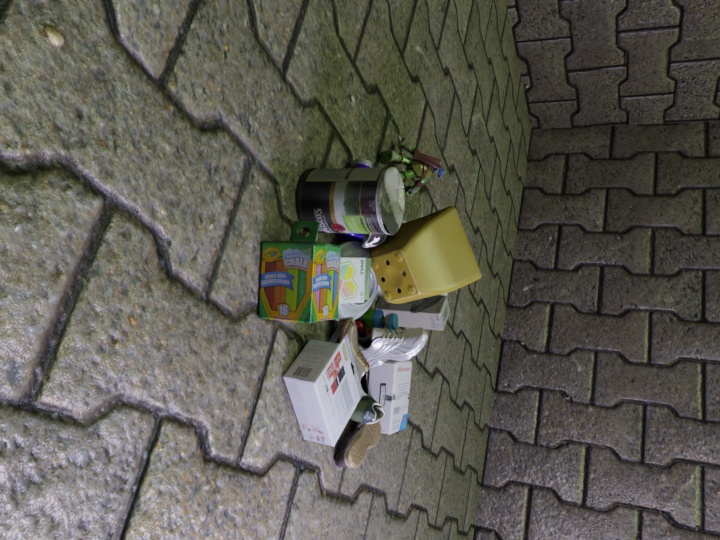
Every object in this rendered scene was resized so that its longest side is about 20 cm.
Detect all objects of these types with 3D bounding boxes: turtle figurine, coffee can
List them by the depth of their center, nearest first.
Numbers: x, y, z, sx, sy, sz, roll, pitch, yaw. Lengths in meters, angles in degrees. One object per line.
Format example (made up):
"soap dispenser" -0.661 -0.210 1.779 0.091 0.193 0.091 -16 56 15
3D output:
"coffee can" -0.020 -0.154 1.333 0.146 0.199 0.147 3 90 -65
"turtle figurine" 0.124 -0.297 1.780 0.193 0.200 0.145 -8 124 -45

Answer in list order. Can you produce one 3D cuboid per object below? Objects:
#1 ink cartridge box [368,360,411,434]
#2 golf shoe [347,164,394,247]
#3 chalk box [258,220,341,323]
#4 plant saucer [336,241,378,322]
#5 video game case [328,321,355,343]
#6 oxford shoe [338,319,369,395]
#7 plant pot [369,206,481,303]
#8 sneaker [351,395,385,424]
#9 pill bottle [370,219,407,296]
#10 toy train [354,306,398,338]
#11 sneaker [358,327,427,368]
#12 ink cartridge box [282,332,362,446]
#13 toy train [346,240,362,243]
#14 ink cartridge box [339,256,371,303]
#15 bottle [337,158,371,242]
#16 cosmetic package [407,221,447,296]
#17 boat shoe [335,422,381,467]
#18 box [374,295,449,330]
"ink cartridge box" 0.082 0.360 1.755 0.146 0.084 0.201 17 77 -65
"golf shoe" 0.008 -0.152 1.432 0.088 0.077 0.201 -30 97 -18
"chalk box" -0.120 -0.001 1.227 0.124 0.124 0.201 0 92 -65
"plant saucer" -0.014 0.031 1.467 0.200 0.050 0.201 -12 108 -41
"video game case" -0.042 0.242 1.547 0.182 0.023 0.201 -56 140 -48
"oxford shoe" -0.008 0.216 1.493 0.070 0.074 0.201 -39 130 -56
"plant pot" 0.140 -0.018 1.483 0.200 0.195 0.195 -28 98 -44
"sneaker" 0.024 0.372 1.594 0.200 0.089 0.067 29 76 -72
"pill bottle" 0.081 -0.034 1.647 0.113 0.112 0.201 51 41 -55
"toy train" 0.056 0.191 1.641 0.085 0.115 0.201 -55 141 -48
"sneaker" 0.071 0.181 1.540 0.100 0.199 0.078 59 18 -31
"ink cartridge box" -0.079 0.266 1.392 0.176 0.083 0.201 -53 139 -48
"toy train" 0.000 0.000 1.567 0.151 0.055 0.201 -63 146 -41
"ink cartridge box" -0.042 0.021 1.368 0.199 0.059 0.104 1 92 -35
"bottle" -0.008 -0.175 1.504 0.083 0.065 0.201 14 78 -34
"cosmetic package" 0.169 -0.024 1.800 0.200 0.166 0.168 58 42 -52
"boat shoe" -0.006 0.453 1.601 0.200 0.065 0.072 -41 112 -59
"box" 0.149 0.114 1.731 0.082 0.199 0.069 -62 145 -43
